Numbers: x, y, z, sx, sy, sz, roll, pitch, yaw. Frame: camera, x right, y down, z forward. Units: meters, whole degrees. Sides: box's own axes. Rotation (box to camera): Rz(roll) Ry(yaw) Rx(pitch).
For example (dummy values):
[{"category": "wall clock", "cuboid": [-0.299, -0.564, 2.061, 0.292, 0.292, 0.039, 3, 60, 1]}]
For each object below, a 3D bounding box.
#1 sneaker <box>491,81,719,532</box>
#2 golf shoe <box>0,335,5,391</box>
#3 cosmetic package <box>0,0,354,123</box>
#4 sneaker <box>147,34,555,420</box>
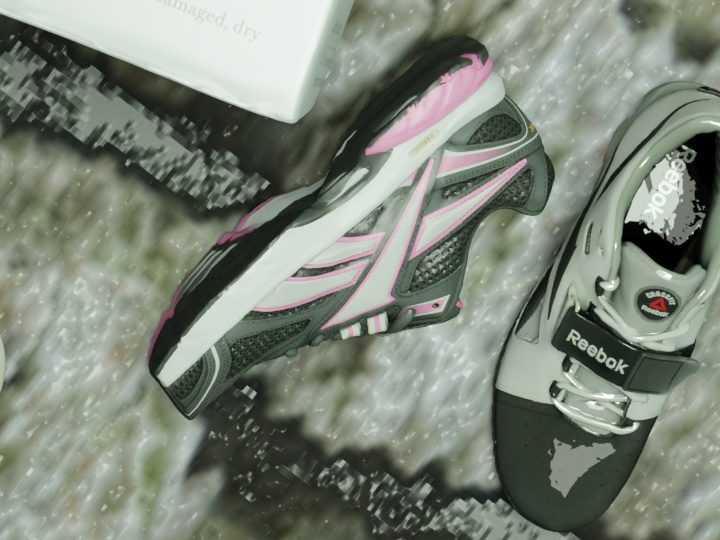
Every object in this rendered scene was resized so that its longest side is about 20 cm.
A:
[{"category": "sneaker", "cuboid": [0.107, 0.017, 1.081, 0.074, 0.089, 0.201, 18, 96, -2]}, {"category": "golf shoe", "cuboid": [-0.251, 0.029, 1.084, 0.199, 0.092, 0.076, 5, 96, 2]}, {"category": "cosmetic package", "cuboid": [-0.064, -0.179, 1.028, 0.166, 0.167, 0.201, 21, 93, -1]}, {"category": "sneaker", "cuboid": [0.000, 0.000, 1.088, 0.200, 0.080, 0.086, -41, 103, 9]}]
